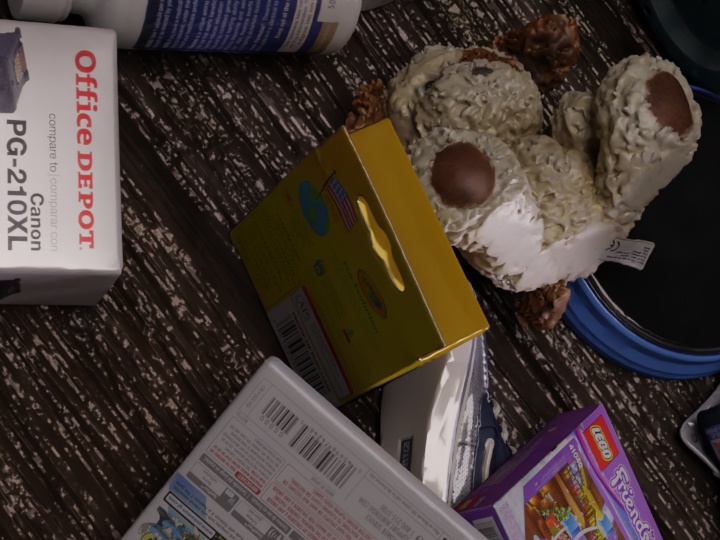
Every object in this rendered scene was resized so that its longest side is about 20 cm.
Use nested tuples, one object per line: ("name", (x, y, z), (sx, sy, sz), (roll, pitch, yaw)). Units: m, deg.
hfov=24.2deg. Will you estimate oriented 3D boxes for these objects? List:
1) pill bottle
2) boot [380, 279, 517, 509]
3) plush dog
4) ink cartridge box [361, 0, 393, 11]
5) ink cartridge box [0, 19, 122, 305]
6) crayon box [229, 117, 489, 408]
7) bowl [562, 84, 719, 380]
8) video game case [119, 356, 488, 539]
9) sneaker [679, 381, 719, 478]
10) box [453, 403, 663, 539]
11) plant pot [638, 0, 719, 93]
("pill bottle", (-0.104, -0.186, 0.987), (0.198, 0.111, 0.112), (-1, 77, -21))
("boot", (0.063, 0.107, 1.009), (0.090, 0.073, 0.202), (17, 74, -29))
("plush dog", (0.084, -0.072, 1.025), (0.198, 0.161, 0.172), (-21, 55, -19))
("ink cartridge box", (0.033, -0.269, 1.012), (0.084, 0.200, 0.147), (-27, 86, -25))
("ink cartridge box", (-0.234, -0.060, 0.920), (0.198, 0.084, 0.147), (1, 77, -20))
("crayon box", (0.000, 0.000, 0.931), (0.050, 0.200, 0.128), (-23, 86, -24))
("bowl", (0.207, -0.030, 1.107), (0.198, 0.039, 0.203), (5, 75, -20))
("video game case", (-0.030, 0.180, 0.911), (0.200, 0.022, 0.183), (40, 97, 1))
("sneaker", (0.253, 0.153, 1.059), (0.108, 0.070, 0.202), (25, 62, -18))
("box", (0.137, 0.197, 0.977), (0.136, 0.039, 0.202), (-31, 99, -49))
("plant pot", (0.289, -0.217, 1.110), (0.187, 0.200, 0.201), (-31, 89, -15))
